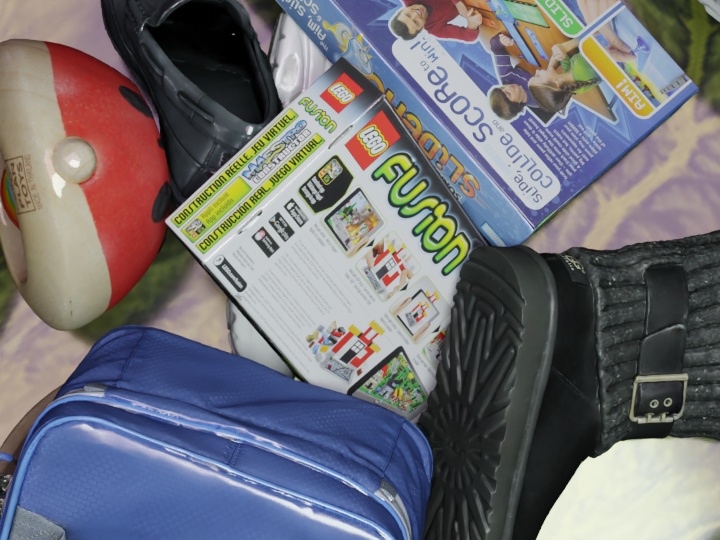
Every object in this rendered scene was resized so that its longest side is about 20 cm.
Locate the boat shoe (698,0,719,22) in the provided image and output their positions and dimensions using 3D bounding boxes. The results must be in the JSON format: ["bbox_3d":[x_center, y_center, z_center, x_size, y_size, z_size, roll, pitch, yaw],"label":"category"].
[{"bbox_3d":[0.191,-0.133,1.257,0.200,0.065,0.074,36,100,44],"label":"boat shoe"}]

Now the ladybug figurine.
[{"bbox_3d":[-0.131,-0.043,1.246,0.072,0.200,0.136,-14,93,-12],"label":"ladybug figurine"}]

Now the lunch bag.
[{"bbox_3d":[-0.074,0.119,1.201,0.199,0.132,0.136,17,110,0],"label":"lunch bag"}]

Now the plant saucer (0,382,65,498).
[{"bbox_3d":[-0.086,0.136,1.295,0.199,0.029,0.201,0,99,3],"label":"plant saucer"}]

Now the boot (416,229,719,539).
[{"bbox_3d":[0.112,0.079,1.297,0.157,0.079,0.212,-1,121,-32],"label":"boot"}]

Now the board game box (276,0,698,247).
[{"bbox_3d":[0.051,-0.121,1.301,0.135,0.034,0.200,-38,85,-33],"label":"board game box"}]

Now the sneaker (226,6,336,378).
[{"bbox_3d":[-0.009,-0.036,1.306,0.099,0.078,0.201,12,87,-3],"label":"sneaker"}]

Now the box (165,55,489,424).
[{"bbox_3d":[0.000,0.000,1.249,0.110,0.200,0.035,-43,52,-4],"label":"box"}]

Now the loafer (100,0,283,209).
[{"bbox_3d":[-0.075,-0.107,1.269,0.068,0.071,0.201,2,43,-24],"label":"loafer"}]
